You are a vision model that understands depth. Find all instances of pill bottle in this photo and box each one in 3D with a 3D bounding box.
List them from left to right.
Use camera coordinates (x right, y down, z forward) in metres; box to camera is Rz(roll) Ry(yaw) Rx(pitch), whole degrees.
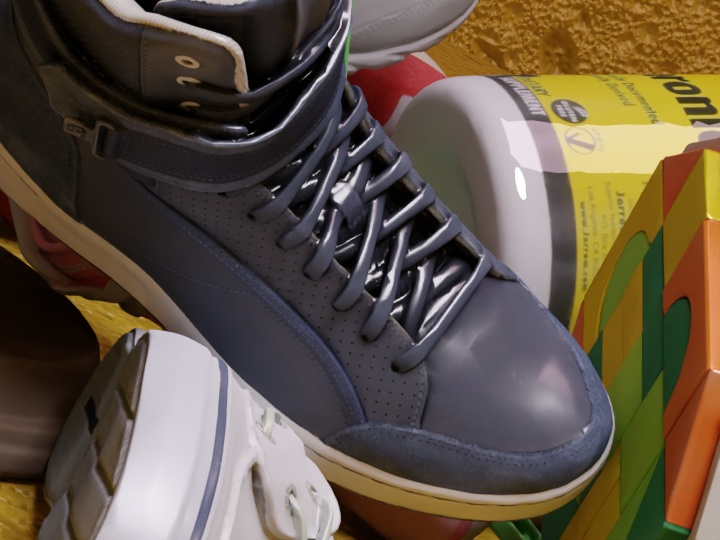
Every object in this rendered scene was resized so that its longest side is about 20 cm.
[{"bbox_3d":[0.114,-0.010,0.946,0.199,0.112,0.111,-1,21,-24],"label":"pill bottle"}]

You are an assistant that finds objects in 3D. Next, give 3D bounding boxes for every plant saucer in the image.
[{"bbox_3d":[-0.154,-0.004,0.780,0.199,0.030,0.200,26,9,-4],"label":"plant saucer"}]

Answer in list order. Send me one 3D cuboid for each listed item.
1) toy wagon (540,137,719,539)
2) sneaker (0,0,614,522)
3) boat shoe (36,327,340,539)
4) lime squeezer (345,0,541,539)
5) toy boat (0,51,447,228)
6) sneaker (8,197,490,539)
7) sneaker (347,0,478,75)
[{"bbox_3d":[0.086,0.054,0.745,0.039,0.156,0.201,18,41,-9],"label":"toy wagon"},{"bbox_3d":[-0.006,-0.023,0.702,0.202,0.077,0.146,35,-30,0],"label":"sneaker"},{"bbox_3d":[-0.035,0.054,0.653,0.066,0.074,0.200,28,8,-7],"label":"boat shoe"},{"bbox_3d":[0.000,0.000,0.895,0.038,0.201,0.071,-10,-11,-28],"label":"lime squeezer"},{"bbox_3d":[-0.036,-0.021,1.017,0.199,0.130,0.131,18,43,-44],"label":"toy boat"},{"bbox_3d":[-0.039,0.007,0.825,0.104,0.201,0.075,-31,8,-42],"label":"sneaker"},{"bbox_3d":[-0.041,-0.118,0.918,0.199,0.082,0.075,5,49,-26],"label":"sneaker"}]
